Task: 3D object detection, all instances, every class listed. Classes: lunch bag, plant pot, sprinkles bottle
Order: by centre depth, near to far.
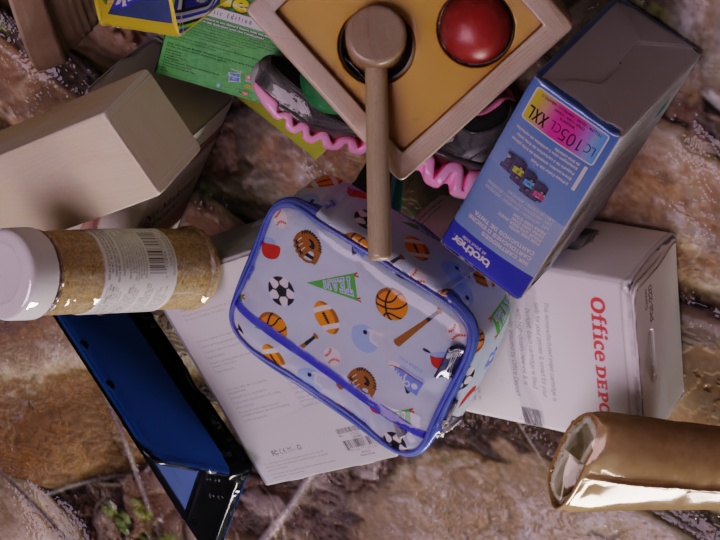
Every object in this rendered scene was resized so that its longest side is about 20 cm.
[{"bbox_3d":[0.006,0.039,1.702,0.200,0.076,0.161,36,125,14],"label":"lunch bag"},{"bbox_3d":[-0.229,-0.258,1.748,0.092,0.201,0.202,-17,116,-4],"label":"plant pot"},{"bbox_3d":[-0.196,0.001,1.766,0.068,0.200,0.069,1,92,41],"label":"sprinkles bottle"}]

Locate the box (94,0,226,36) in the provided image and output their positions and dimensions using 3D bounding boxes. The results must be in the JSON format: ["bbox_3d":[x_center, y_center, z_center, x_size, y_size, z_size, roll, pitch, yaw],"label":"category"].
[{"bbox_3d":[-0.100,-0.231,1.581,0.070,0.200,0.065,11,126,29],"label":"box"}]

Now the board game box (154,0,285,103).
[{"bbox_3d":[-0.044,-0.159,1.706,0.199,0.024,0.105,17,137,-5],"label":"board game box"}]

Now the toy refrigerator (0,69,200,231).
[{"bbox_3d":[-0.220,-0.082,1.767,0.199,0.070,0.076,-17,114,43],"label":"toy refrigerator"}]

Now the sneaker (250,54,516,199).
[{"bbox_3d":[0.022,-0.126,1.673,0.199,0.079,0.096,19,117,-11],"label":"sneaker"}]

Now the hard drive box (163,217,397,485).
[{"bbox_3d":[-0.053,0.061,1.880,0.155,0.077,0.201,-16,110,40],"label":"hard drive box"}]

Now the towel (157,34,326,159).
[{"bbox_3d":[-0.087,-0.166,1.762,0.200,0.018,0.086,38,141,-14],"label":"towel"}]

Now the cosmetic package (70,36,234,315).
[{"bbox_3d":[-0.187,-0.073,1.865,0.087,0.103,0.200,36,135,9],"label":"cosmetic package"}]

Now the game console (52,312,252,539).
[{"bbox_3d":[-0.191,0.125,1.943,0.200,0.118,0.171,54,141,31],"label":"game console"}]

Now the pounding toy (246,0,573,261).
[{"bbox_3d":[0.027,-0.147,1.562,0.200,0.142,0.184,-42,96,10],"label":"pounding toy"}]

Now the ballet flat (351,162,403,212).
[{"bbox_3d":[0.000,0.000,1.769,0.068,0.068,0.201,0,98,7],"label":"ballet flat"}]

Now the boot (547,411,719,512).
[{"bbox_3d":[0.252,0.121,1.645,0.199,0.066,0.176,7,133,-14],"label":"boot"}]

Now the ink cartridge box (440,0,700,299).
[{"bbox_3d":[0.138,-0.073,1.615,0.076,0.136,0.200,36,133,10],"label":"ink cartridge box"}]

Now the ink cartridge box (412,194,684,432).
[{"bbox_3d":[0.133,0.036,1.729,0.199,0.085,0.146,12,126,30],"label":"ink cartridge box"}]
